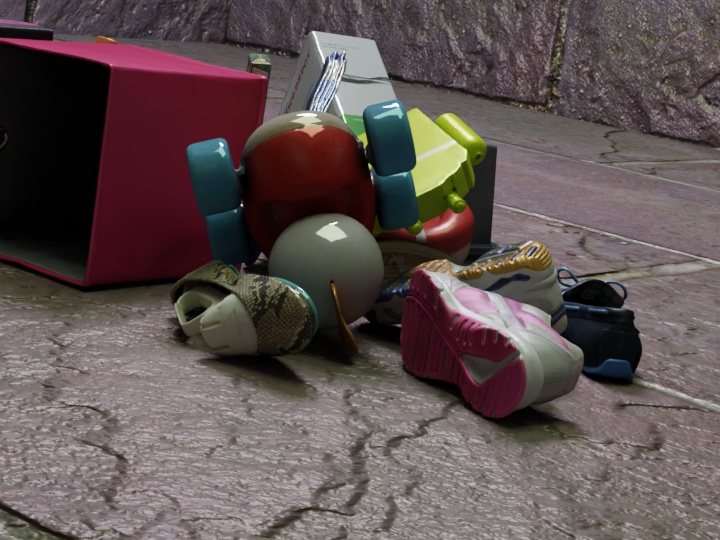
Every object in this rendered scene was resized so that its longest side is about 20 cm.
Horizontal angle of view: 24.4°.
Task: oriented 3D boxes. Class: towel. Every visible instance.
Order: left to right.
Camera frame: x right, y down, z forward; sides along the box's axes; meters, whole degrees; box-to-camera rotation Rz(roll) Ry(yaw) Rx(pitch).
[{"bbox_3d":[-0.066,-0.113,1.648,0.024,0.147,0.200,25,42,-5],"label":"towel"}]

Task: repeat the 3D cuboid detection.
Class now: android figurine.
[{"bbox_3d":[0.032,-0.093,1.584,0.182,0.041,0.200,-27,36,-12],"label":"android figurine"}]

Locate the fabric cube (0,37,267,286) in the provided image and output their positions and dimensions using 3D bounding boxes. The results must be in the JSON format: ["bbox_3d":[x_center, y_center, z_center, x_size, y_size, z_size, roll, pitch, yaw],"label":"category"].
[{"bbox_3d":[-0.234,-0.106,1.537,0.200,0.197,0.199,16,14,36],"label":"fabric cube"}]

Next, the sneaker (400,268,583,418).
[{"bbox_3d":[0.100,0.058,1.295,0.088,0.081,0.200,3,21,-30],"label":"sneaker"}]

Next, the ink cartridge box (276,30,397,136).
[{"bbox_3d":[-0.021,-0.145,1.819,0.083,0.147,0.200,5,43,-22],"label":"ink cartridge box"}]

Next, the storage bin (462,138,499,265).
[{"bbox_3d":[0.079,-0.092,1.862,0.145,0.135,0.200,1,14,-31],"label":"storage bin"}]

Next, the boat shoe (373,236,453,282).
[{"bbox_3d":[0.000,0.000,1.563,0.200,0.063,0.073,5,-4,-34],"label":"boat shoe"}]

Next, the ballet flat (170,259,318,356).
[{"bbox_3d":[-0.102,0.035,1.308,0.075,0.068,0.200,-20,16,-21],"label":"ballet flat"}]

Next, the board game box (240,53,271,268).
[{"bbox_3d":[-0.113,-0.108,1.627,0.023,0.200,0.105,8,11,-10],"label":"board game box"}]

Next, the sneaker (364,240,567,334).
[{"bbox_3d":[0.083,0.038,1.407,0.200,0.088,0.075,-10,18,43],"label":"sneaker"}]

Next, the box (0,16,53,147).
[{"bbox_3d":[-0.383,-0.145,1.607,0.106,0.200,0.122,17,15,39],"label":"box"}]

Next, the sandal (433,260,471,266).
[{"bbox_3d":[0.112,0.023,1.574,0.076,0.043,0.200,20,5,18],"label":"sandal"}]

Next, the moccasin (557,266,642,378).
[{"bbox_3d":[0.209,0.040,1.467,0.080,0.068,0.200,5,11,-15],"label":"moccasin"}]

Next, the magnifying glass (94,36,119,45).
[{"bbox_3d":[-0.292,-0.142,1.687,0.079,0.200,0.022,17,-10,25],"label":"magnifying glass"}]

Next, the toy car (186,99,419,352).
[{"bbox_3d":[-0.032,-0.012,1.379,0.184,0.200,0.177,-12,-28,-3],"label":"toy car"}]

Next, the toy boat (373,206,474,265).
[{"bbox_3d":[0.020,-0.065,1.685,0.200,0.131,0.131,4,13,-21],"label":"toy boat"}]
